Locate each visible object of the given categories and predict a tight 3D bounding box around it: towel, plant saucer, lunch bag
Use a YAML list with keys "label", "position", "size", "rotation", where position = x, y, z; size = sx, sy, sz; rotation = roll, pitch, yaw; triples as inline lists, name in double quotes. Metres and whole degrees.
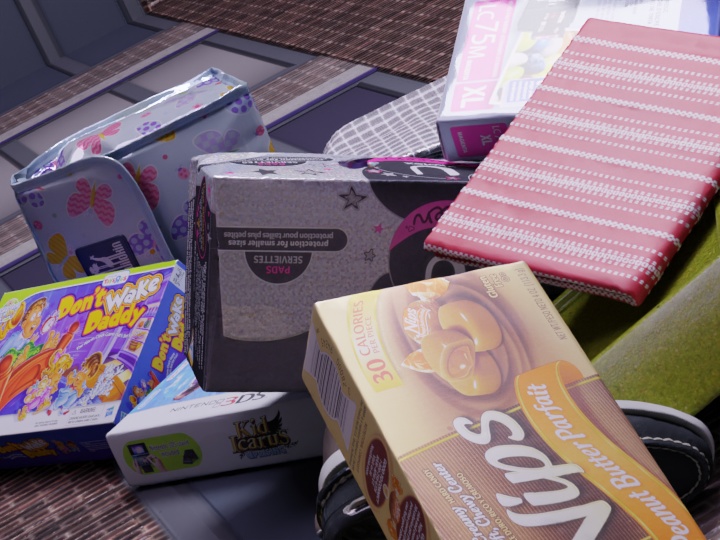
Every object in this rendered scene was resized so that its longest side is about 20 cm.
- label: "towel"
  position: [0.071, -0.094, 1.671]
  size: [0.200, 0.086, 0.166]
  rotation: [-26, 18, -2]
- label: "plant saucer"
  position: [0.157, 0.024, 1.149]
  size: [0.200, 0.048, 0.200]
  rotation: [-42, 11, 20]
- label: "towel"
  position: [0.142, -0.065, 1.178]
  size: [0.144, 0.023, 0.200]
  rotation: [13, 53, 37]
- label: "lunch bag"
  position: [-0.156, -0.040, 1.690]
  size: [0.200, 0.170, 0.127]
  rotation: [-25, 20, -10]

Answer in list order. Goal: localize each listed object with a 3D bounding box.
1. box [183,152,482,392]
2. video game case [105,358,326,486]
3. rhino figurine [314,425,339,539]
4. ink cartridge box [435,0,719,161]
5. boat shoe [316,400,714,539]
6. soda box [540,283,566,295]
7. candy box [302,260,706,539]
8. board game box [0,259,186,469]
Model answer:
- label: "box"
  position: [0.000, 0.000, 1.274]
  size: [0.199, 0.133, 0.115]
  rotation: [1, 9, -12]
- label: "video game case"
  position: [-0.046, 0.065, 1.435]
  size: [0.181, 0.046, 0.200]
  rotation: [-12, 21, 35]
- label: "rhino figurine"
  position: [0.016, 0.119, 1.162]
  size: [0.087, 0.060, 0.200]
  rotation: [-19, 19, 9]
- label: "ink cartridge box"
  position: [0.152, -0.123, 1.284]
  size: [0.199, 0.042, 0.120]
  rotation: [-1, 46, 17]
- label: "boat shoe"
  position: [0.078, 0.114, 1.043]
  size: [0.199, 0.076, 0.060]
  rotation: [-11, 27, 3]
- label: "soda box"
  position: [0.054, -0.015, 1.383]
  size: [0.199, 0.068, 0.064]
  rotation: [-10, 27, -8]
- label: "candy box"
  position: [0.063, 0.089, 0.972]
  size: [0.115, 0.055, 0.200]
  rotation: [-12, 48, -21]
- label: "board game box"
  position: [-0.207, 0.072, 1.547]
  size: [0.200, 0.045, 0.135]
  rotation: [-10, 50, 42]
